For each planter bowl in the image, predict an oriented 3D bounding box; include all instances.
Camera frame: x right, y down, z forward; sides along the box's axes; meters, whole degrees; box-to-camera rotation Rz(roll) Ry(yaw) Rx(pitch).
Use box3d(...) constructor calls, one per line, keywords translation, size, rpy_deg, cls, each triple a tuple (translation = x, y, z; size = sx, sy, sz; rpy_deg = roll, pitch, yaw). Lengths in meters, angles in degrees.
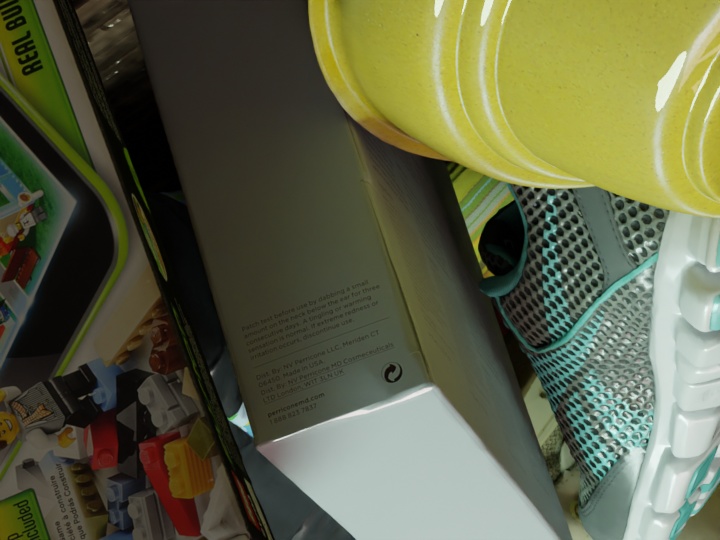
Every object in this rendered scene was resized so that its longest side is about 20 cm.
box3d(translation=(0.094, -0.073, 0.640), size=(0.200, 0.083, 0.201), rpy_deg=(-24, 146, -18), cls="planter bowl")

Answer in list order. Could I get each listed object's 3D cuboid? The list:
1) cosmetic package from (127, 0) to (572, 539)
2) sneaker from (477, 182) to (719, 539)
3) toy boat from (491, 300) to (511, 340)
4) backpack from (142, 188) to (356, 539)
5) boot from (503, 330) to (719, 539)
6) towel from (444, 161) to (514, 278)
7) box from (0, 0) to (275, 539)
box3d(translation=(0.000, 0.000, 0.766), size=(0.052, 0.151, 0.200), rpy_deg=(-19, 157, 8), cls="cosmetic package")
box3d(translation=(0.077, 0.013, 0.819), size=(0.078, 0.091, 0.200), rpy_deg=(-50, 160, -30), cls="sneaker")
box3d(translation=(0.051, 0.073, 1.002), size=(0.200, 0.131, 0.131), rpy_deg=(-15, 157, -17), cls="toy boat")
box3d(translation=(-0.070, 0.050, 0.847), size=(0.163, 0.154, 0.200), rpy_deg=(-21, 140, 19), cls="backpack")
box3d(translation=(0.068, 0.132, 0.921), size=(0.200, 0.155, 0.073), rpy_deg=(-56, -166, -18), cls="boot")
box3d(translation=(0.113, -0.007, 0.933), size=(0.200, 0.018, 0.086), rpy_deg=(17, 140, -24), cls="towel")
box3d(translation=(-0.101, -0.004, 0.601), size=(0.110, 0.200, 0.035), rpy_deg=(-23, 157, 2), cls="box")
